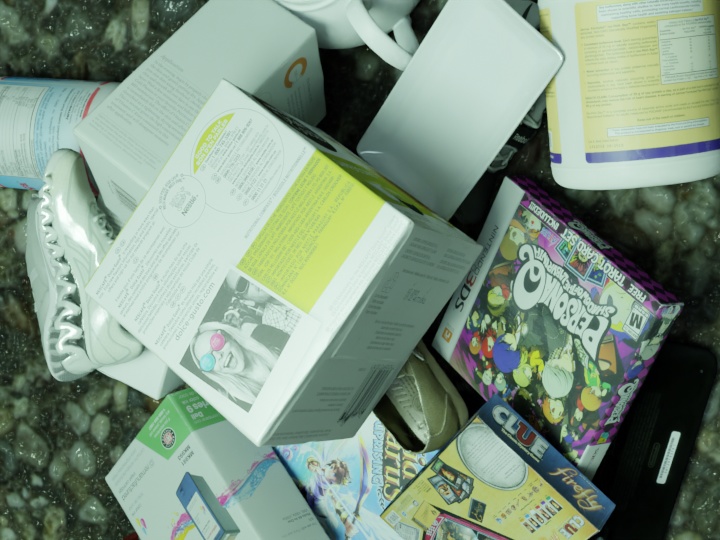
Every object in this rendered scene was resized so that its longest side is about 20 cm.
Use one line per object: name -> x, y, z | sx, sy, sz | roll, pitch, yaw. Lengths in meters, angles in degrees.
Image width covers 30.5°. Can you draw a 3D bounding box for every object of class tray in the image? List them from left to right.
tray -> 0.080, -0.136, 1.088 | 0.107, 0.022, 0.201 | 44, 128, 12

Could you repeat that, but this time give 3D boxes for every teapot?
teapot -> -0.033, -0.280, 1.133 | 0.197, 0.146, 0.200 | 8, 103, 19

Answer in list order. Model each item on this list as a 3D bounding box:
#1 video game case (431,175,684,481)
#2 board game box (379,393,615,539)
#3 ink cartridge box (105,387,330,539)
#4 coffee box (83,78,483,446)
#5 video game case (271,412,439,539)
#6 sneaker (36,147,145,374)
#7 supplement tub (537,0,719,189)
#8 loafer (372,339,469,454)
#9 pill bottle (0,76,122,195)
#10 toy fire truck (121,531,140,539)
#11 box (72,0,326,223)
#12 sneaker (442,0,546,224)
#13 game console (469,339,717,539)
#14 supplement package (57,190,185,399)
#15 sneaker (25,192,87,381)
video game case -> 0.159, 0.047, 1.123 | 0.200, 0.035, 0.183 | 45, 124, 38
board game box -> 0.112, 0.207, 1.138 | 0.135, 0.035, 0.200 | 43, 139, 5
ink cartridge box -> -0.138, 0.230, 1.268 | 0.201, 0.087, 0.146 | 54, 126, 18
coffee box -> -0.056, -0.002, 1.055 | 0.197, 0.199, 0.201 | 37, 98, 20
video game case -> -0.004, 0.207, 1.269 | 0.179, 0.045, 0.203 | 5, 102, 20
sneaker -> -0.237, -0.011, 1.182 | 0.080, 0.075, 0.203 | -6, 99, 9
supplement tub -> 0.217, -0.173, 1.054 | 0.143, 0.145, 0.203 | -2, 99, 22
loafer -> 0.019, 0.079, 1.164 | 0.200, 0.067, 0.076 | 48, 120, -1
pill bottle -> -0.314, -0.133, 1.292 | 0.197, 0.109, 0.110 | 6, 102, 21
toy fire truck -> -0.213, 0.364, 1.315 | 0.111, 0.168, 0.202 | -23, 91, 24
box -> -0.131, -0.128, 1.128 | 0.097, 0.125, 0.200 | 36, 70, 20
sneaker -> 0.124, -0.134, 1.137 | 0.087, 0.074, 0.203 | 12, 105, 21
game console -> 0.199, 0.133, 1.189 | 0.173, 0.117, 0.203 | 10, 106, -12
supplement package -> -0.188, -0.003, 1.260 | 0.120, 0.120, 0.202 | 25, 108, 15
sneaker -> -0.301, 0.013, 1.350 | 0.082, 0.074, 0.203 | 24, 118, 53
